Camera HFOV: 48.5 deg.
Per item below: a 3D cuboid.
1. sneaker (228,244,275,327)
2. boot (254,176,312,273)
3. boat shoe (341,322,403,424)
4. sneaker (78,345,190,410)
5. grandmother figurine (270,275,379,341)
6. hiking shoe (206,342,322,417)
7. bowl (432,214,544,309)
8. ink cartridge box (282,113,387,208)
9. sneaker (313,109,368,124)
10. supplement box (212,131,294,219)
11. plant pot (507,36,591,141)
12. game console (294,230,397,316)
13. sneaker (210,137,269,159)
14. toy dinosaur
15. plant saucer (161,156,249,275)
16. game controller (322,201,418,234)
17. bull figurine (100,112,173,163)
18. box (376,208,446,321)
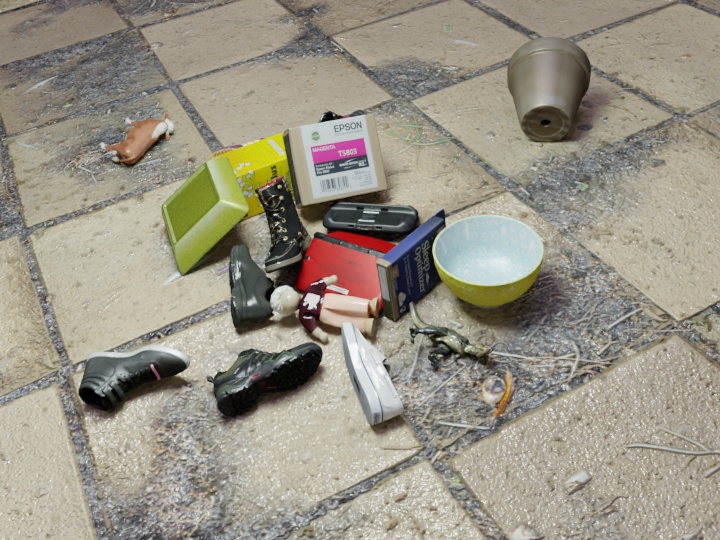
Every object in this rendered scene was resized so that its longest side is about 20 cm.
[{"bbox_3d":[-0.206,0.028,1.517,0.088,0.077,0.203,-3,45,-11],"label":"sneaker"},{"bbox_3d":[-0.159,-0.090,1.537,0.072,0.154,0.200,-15,15,20],"label":"boot"},{"bbox_3d":[0.018,0.164,1.314,0.064,0.075,0.202,-11,49,-13],"label":"boat shoe"},{"bbox_3d":[-0.386,0.187,1.349,0.195,0.072,0.100,-6,40,12],"label":"sneaker"},{"bbox_3d":[-0.066,0.063,1.431,0.195,0.061,0.124,8,57,10],"label":"grandmother figurine"},{"bbox_3d":[-0.161,0.157,1.337,0.196,0.077,0.101,-23,45,-17],"label":"hiking shoe"},{"bbox_3d":[0.229,0.002,1.436,0.194,0.110,0.203,-5,40,4],"label":"bowl"},{"bbox_3d":[-0.054,-0.232,1.702,0.195,0.169,0.075,-13,3,-16],"label":"ink cartridge box"},{"bbox_3d":[-0.049,-0.349,1.922,0.073,0.089,0.199,26,50,35],"label":"sneaker"},{"bbox_3d":[-0.212,-0.211,1.765,0.196,0.111,0.110,-24,41,-18],"label":"supplement box"},{"bbox_3d":[0.433,-0.402,1.851,0.195,0.202,0.177,3,57,13],"label":"plant pot"},{"bbox_3d":[0.000,0.000,1.549,0.196,0.119,0.176,16,76,28],"label":"game console"},{"bbox_3d":[-0.254,-0.269,1.883,0.194,0.077,0.091,-4,23,2],"label":"sneaker"},{"bbox_3d":[0.132,0.116,1.366,0.087,0.049,0.198,-22,38,-40],"label":"toy dinosaur"},{"bbox_3d":[-0.334,-0.127,1.640,0.199,0.048,0.201,-41,45,12],"label":"plant saucer"},{"bbox_3d":[0.021,-0.107,1.652,0.195,0.043,0.105,4,36,15],"label":"game controller"},{"bbox_3d":[-0.557,-0.335,2.009,0.118,0.066,0.201,6,39,22],"label":"bull figurine"},{"bbox_3d":[0.109,-0.014,1.463,0.032,0.123,0.199,21,47,37],"label":"box"}]
